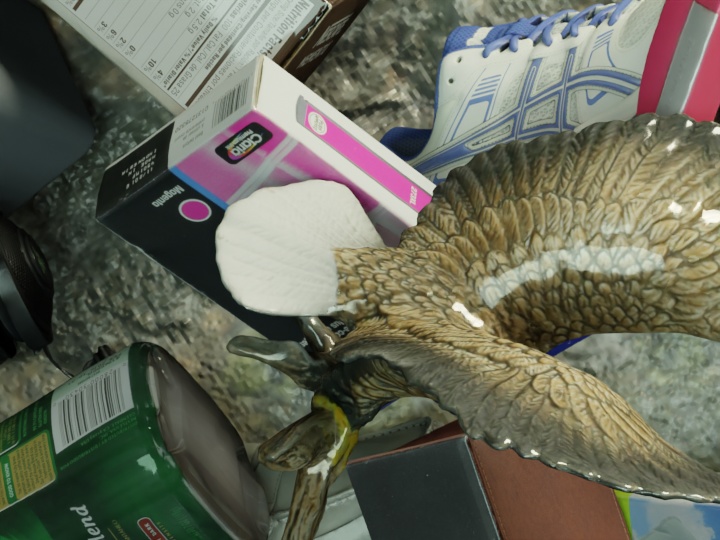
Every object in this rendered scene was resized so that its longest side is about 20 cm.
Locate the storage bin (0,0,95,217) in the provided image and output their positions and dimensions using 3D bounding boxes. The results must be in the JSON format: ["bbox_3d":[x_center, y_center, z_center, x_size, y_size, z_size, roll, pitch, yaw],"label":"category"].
[{"bbox_3d":[-0.220,-0.063,1.041,0.200,0.134,0.146,-37,60,17],"label":"storage bin"}]

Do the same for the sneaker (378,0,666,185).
[{"bbox_3d":[0.074,-0.074,0.993,0.088,0.075,0.200,49,120,5],"label":"sneaker"}]

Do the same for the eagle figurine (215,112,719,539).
[{"bbox_3d":[0.056,0.026,0.883,0.200,0.150,0.153,-20,74,46],"label":"eagle figurine"}]

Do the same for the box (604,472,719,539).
[{"bbox_3d":[0.163,0.145,1.008,0.199,0.048,0.123,1,104,41],"label":"box"}]

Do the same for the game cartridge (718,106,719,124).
[{"bbox_3d":[0.210,-0.099,0.992,0.129,0.038,0.201,2,103,8],"label":"game cartridge"}]

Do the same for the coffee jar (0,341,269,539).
[{"bbox_3d":[-0.145,0.116,1.024,0.199,0.086,0.104,-27,133,13],"label":"coffee jar"}]

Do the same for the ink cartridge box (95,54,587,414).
[{"bbox_3d":[0.000,0.000,0.985,0.200,0.037,0.095,34,131,-29],"label":"ink cartridge box"}]

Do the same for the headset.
[{"bbox_3d":[-0.168,0.036,1.031,0.123,0.200,0.094,-40,58,27],"label":"headset"}]

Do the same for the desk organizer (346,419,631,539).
[{"bbox_3d":[0.074,0.156,1.003,0.072,0.077,0.201,-18,92,45],"label":"desk organizer"}]

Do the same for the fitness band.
[{"bbox_3d":[0.181,-0.087,0.930,0.143,0.037,0.201,12,108,-29],"label":"fitness band"}]

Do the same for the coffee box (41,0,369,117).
[{"bbox_3d":[-0.097,-0.149,1.009,0.200,0.114,0.080,40,108,1],"label":"coffee box"}]

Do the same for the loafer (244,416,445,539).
[{"bbox_3d":[-0.050,0.105,1.078,0.199,0.070,0.070,-25,104,18],"label":"loafer"}]
